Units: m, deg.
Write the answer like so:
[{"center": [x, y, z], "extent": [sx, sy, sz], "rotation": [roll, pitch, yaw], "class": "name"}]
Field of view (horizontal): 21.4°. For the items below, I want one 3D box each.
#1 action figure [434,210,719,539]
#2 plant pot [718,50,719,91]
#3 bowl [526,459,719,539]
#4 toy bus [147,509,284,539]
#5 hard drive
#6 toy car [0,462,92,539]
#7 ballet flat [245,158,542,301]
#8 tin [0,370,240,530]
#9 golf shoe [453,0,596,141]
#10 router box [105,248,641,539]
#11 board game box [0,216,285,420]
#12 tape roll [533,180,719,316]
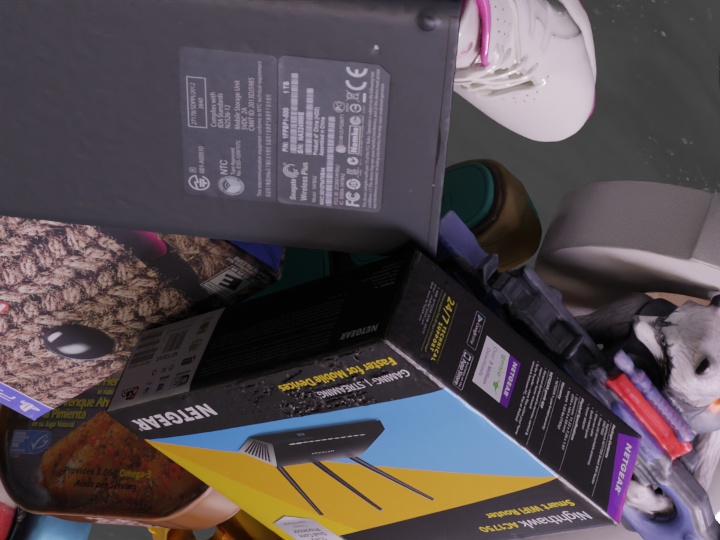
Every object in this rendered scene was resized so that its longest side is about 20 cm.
[{"center": [0.104, 0.037, 0.905], "extent": [0.200, 0.105, 0.193], "rotation": [53, 150, -13], "class": "action figure"}, {"center": [0.237, -0.091, 0.698], "extent": [0.199, 0.201, 0.188], "rotation": [19, 157, -16], "class": "plant pot"}, {"center": [0.200, 0.178, 1.168], "extent": [0.199, 0.075, 0.200], "rotation": [-25, 135, 37], "class": "bowl"}, {"center": [-0.049, 0.141, 1.059], "extent": [0.192, 0.200, 0.136], "rotation": [30, 155, 20], "class": "toy bus"}, {"center": [-0.064, -0.068, 0.744], "extent": [0.199, 0.033, 0.140], "rotation": [6, 138, 2], "class": "hard drive"}, {"center": [-0.287, 0.189, 1.125], "extent": [0.184, 0.201, 0.177], "rotation": [25, 167, -19], "class": "toy car"}, {"center": [0.000, 0.000, 0.961], "extent": [0.199, 0.069, 0.063], "rotation": [-15, 149, 29], "class": "ballet flat"}, {"center": [-0.122, 0.082, 1.035], "extent": [0.200, 0.112, 0.042], "rotation": [-2, 164, 42], "class": "tin"}, {"center": [0.041, -0.103, 0.789], "extent": [0.075, 0.092, 0.200], "rotation": [-15, 140, 26], "class": "golf shoe"}, {"center": [0.003, 0.069, 0.855], "extent": [0.149, 0.051, 0.200], "rotation": [39, 146, -27], "class": "router box"}, {"center": [-0.154, -0.033, 0.912], "extent": [0.159, 0.097, 0.200], "rotation": [32, 137, -30], "class": "board game box"}, {"center": [0.180, 0.018, 0.910], "extent": [0.202, 0.037, 0.203], "rotation": [22, 165, 6], "class": "tape roll"}]
